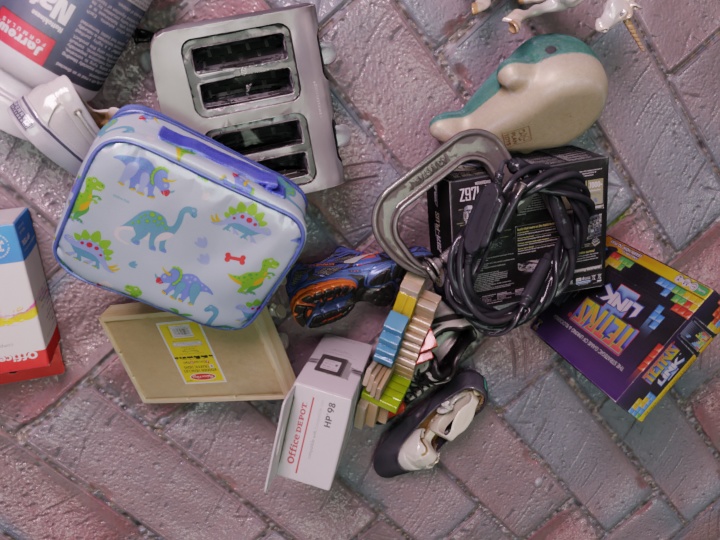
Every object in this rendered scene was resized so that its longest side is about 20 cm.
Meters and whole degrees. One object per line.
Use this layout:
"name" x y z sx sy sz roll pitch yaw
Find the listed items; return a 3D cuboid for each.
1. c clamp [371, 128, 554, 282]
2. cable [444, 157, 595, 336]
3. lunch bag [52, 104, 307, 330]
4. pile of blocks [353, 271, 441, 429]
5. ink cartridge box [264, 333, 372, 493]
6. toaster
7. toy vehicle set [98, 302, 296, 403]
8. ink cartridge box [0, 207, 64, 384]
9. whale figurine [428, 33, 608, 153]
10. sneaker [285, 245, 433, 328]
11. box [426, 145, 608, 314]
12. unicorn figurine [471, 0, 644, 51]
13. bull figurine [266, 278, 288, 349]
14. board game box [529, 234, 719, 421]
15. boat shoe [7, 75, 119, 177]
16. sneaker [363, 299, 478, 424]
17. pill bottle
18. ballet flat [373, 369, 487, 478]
"c clamp" 0.117 -0.058 0.743 0.199 0.027 0.171 -32 113 -3
"cable" 0.175 -0.021 0.745 0.162 0.051 0.201 6 109 -31
"lunch bag" -0.155 -0.043 0.609 0.199 0.083 0.161 23 121 -22
"pile of blocks" 0.049 0.105 0.786 0.062 0.082 0.201 21 111 13
"ink cartridge box" -0.042 0.164 0.775 0.066 0.200 0.117 15 107 5
"toaster" -0.118 -0.166 0.685 0.199 0.119 0.182 -13 111 -10
"toy vehicle set" -0.180 0.089 0.751 0.199 0.027 0.125 -6 119 21
"ink cartridge box" -0.394 0.044 0.714 0.115 0.067 0.201 -9 112 -12
"whale figurine" 0.174 -0.195 0.772 0.199 0.104 0.159 -19 153 14
"sneaker" 0.000 0.000 0.802 0.199 0.079 0.076 -12 138 -28
"box" 0.189 -0.053 0.825 0.199 0.086 0.165 -11 111 -10
"unicorn figurine" 0.193 -0.291 0.698 0.137 0.200 0.074 -31 159 -20
"bull figurine" -0.145 0.026 0.758 0.200 0.065 0.121 44 131 -18
"board game box" 0.325 0.062 0.841 0.057 0.200 0.166 36 96 -25
"boat shoe" -0.242 -0.119 0.642 0.070 0.200 0.071 -38 72 -2
"sneaker" 0.070 0.123 0.857 0.075 0.088 0.201 31 101 -24
"pill bottle" -0.280 -0.224 0.620 0.119 0.120 0.201 30 99 -22
"ballet flat" 0.096 0.216 0.907 0.200 0.073 0.073 -45 114 4
